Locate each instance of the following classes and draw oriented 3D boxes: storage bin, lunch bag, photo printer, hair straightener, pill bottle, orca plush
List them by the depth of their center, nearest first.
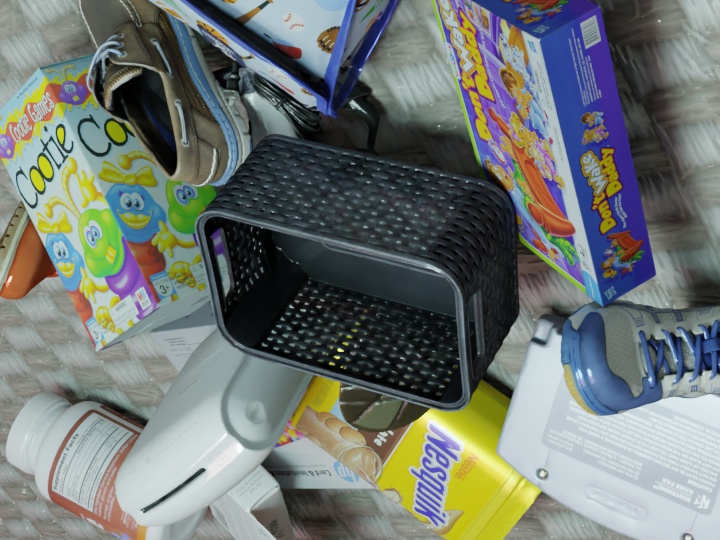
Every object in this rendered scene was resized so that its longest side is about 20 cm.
[{"bbox_3d":[-0.058,-0.203,1.022,0.170,0.124,0.200,34,146,5],"label":"lunch bag"},{"bbox_3d":[0.000,0.000,1.102,0.199,0.094,0.136,15,136,23],"label":"storage bin"},{"bbox_3d":[-0.068,-0.139,1.139,0.200,0.077,0.041,41,159,-7],"label":"hair straightener"},{"bbox_3d":[-0.070,-0.066,1.223,0.200,0.105,0.071,61,173,-23],"label":"orca plush"},{"bbox_3d":[-0.109,0.109,1.272,0.069,0.200,0.166,42,131,-12],"label":"photo printer"},{"bbox_3d":[-0.257,0.203,1.630,0.200,0.112,0.112,24,141,19],"label":"pill bottle"}]

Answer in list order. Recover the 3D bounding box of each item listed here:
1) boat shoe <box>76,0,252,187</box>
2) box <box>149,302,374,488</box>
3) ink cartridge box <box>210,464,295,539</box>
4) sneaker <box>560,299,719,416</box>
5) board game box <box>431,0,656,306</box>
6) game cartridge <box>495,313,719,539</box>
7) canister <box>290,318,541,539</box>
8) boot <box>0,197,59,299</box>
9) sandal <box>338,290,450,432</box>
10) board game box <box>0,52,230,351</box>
[{"bbox_3d":[-0.156,-0.144,1.161,0.200,0.072,0.072,51,129,22],"label":"boat shoe"},{"bbox_3d":[-0.081,0.114,1.447,0.156,0.041,0.200,-7,125,45],"label":"box"},{"bbox_3d":[-0.084,0.244,1.508,0.174,0.044,0.200,42,162,20],"label":"ink cartridge box"},{"bbox_3d":[0.209,0.048,1.034,0.088,0.200,0.076,-14,84,41],"label":"sneaker"},{"bbox_3d":[0.115,-0.092,1.008,0.134,0.045,0.200,43,158,52],"label":"board game box"},{"bbox_3d":[0.204,0.128,1.175,0.199,0.040,0.134,23,107,20],"label":"game cartridge"},{"bbox_3d":[0.054,0.134,1.309,0.200,0.087,0.149,35,135,7],"label":"canister"},{"bbox_3d":[-0.230,-0.025,1.305,0.107,0.200,0.075,33,125,-1],"label":"boot"},{"bbox_3d":[0.031,0.030,1.216,0.081,0.055,0.201,6,109,-1],"label":"sandal"},{"bbox_3d":[-0.188,-0.057,1.238,0.105,0.103,0.200,-33,83,47],"label":"board game box"}]
